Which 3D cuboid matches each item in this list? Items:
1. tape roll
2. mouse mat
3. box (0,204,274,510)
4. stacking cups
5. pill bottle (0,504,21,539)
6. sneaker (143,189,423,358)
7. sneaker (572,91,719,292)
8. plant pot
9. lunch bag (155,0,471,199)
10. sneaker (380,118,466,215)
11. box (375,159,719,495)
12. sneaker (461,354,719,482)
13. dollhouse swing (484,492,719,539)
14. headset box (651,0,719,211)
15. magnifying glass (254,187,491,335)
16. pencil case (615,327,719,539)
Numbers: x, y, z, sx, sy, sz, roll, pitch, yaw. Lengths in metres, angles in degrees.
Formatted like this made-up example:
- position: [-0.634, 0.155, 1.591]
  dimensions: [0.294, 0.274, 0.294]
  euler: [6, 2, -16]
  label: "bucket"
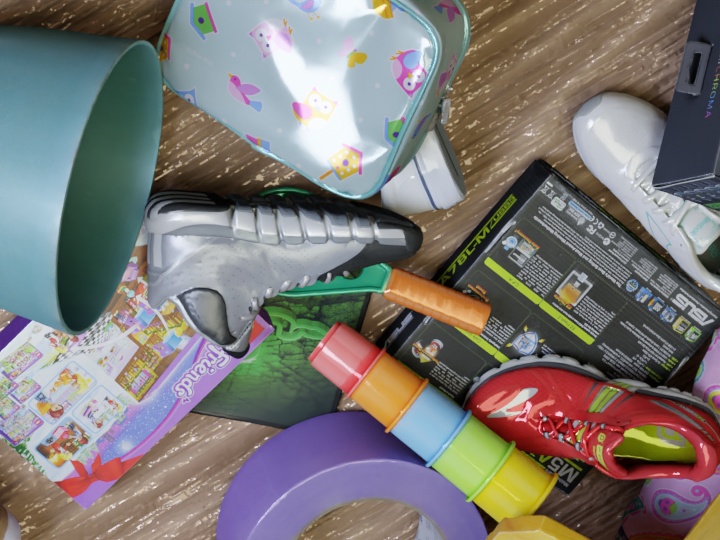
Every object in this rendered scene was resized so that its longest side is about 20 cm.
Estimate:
- position: [-0.007, 0.215, 1.612]
  dimensions: [0.200, 0.085, 0.200]
  euler: [-5, 114, -12]
  label: "tape roll"
- position: [-0.096, 0.037, 1.568]
  dimensions: [0.200, 0.008, 0.161]
  euler: [11, 108, -16]
  label: "mouse mat"
- position: [-0.181, 0.062, 1.533]
  dimensions: [0.200, 0.039, 0.137]
  euler: [-43, 113, 6]
  label: "box"
- position: [0.052, 0.110, 1.547]
  dimensions: [0.200, 0.061, 0.061]
  euler: [40, 98, 3]
  label: "stacking cups"
- position: [-0.348, 0.159, 1.497]
  dimensions: [0.114, 0.114, 0.200]
  euler: [-39, 114, 4]
  label: "pill bottle"
- position: [-0.059, 0.007, 1.493]
  dimensions: [0.200, 0.075, 0.116]
  euler: [4, 103, -11]
  label: "sneaker"
- position: [0.237, -0.056, 1.570]
  dimensions: [0.070, 0.080, 0.200]
  euler: [-42, 113, 7]
  label: "sneaker"
- position: [-0.240, -0.072, 1.393]
  dimensions: [0.161, 0.201, 0.201]
  euler: [13, 109, 9]
  label: "plant pot"
- position: [-0.027, -0.154, 1.417]
  dimensions: [0.200, 0.077, 0.160]
  euler: [32, 116, 12]
  label: "lunch bag"
- position: [0.009, -0.125, 1.495]
  dimensions: [0.071, 0.073, 0.200]
  euler: [-19, 108, 12]
  label: "sneaker"
- position: [0.147, 0.046, 1.607]
  dimensions: [0.200, 0.048, 0.193]
  euler: [36, 102, -23]
  label: "box"
- position: [0.174, 0.115, 1.557]
  dimensions: [0.200, 0.085, 0.077]
  euler: [6, 111, 5]
  label: "sneaker"
- position: [0.188, 0.225, 1.577]
  dimensions: [0.176, 0.182, 0.200]
  euler: [39, 139, 7]
  label: "dollhouse swing"
- position: [0.323, -0.118, 1.524]
  dimensions: [0.200, 0.093, 0.174]
  euler: [17, 81, -19]
  label: "headset box"
- position: [0.000, 0.000, 1.538]
  dimensions: [0.200, 0.022, 0.080]
  euler: [22, 86, -4]
  label: "magnifying glass"
- position: [0.274, 0.140, 1.641]
  dimensions: [0.087, 0.087, 0.200]
  euler: [15, 115, -18]
  label: "pencil case"
